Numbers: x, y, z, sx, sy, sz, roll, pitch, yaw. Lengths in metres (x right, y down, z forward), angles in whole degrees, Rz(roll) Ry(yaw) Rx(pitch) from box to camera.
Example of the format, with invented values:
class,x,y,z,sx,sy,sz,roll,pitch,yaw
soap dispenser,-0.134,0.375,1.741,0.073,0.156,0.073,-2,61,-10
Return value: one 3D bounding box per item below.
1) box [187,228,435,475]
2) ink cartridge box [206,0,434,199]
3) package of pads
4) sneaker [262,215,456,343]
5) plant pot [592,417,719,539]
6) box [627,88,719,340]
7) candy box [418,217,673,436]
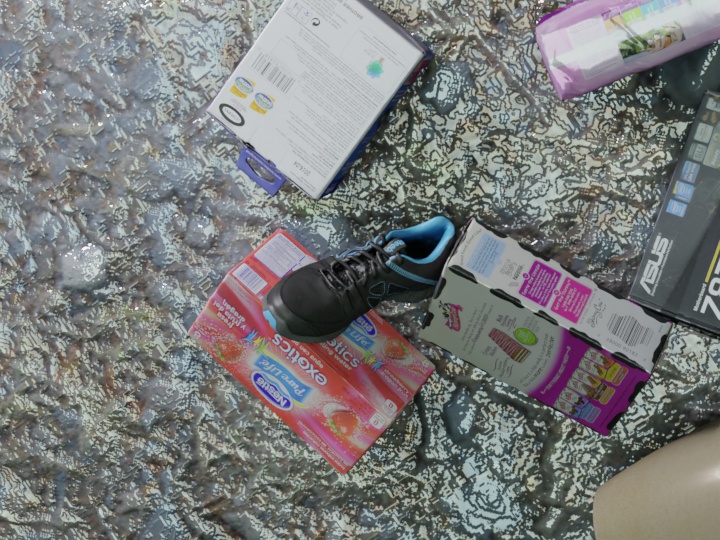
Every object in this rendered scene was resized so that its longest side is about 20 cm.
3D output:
class,x,y,z,sx,sy,sz,roll,pitch,yaw
box,-0.045,0.073,1.361,0.200,0.103,0.095,41,130,3
ink cartridge box,-0.046,-0.160,1.353,0.136,0.076,0.201,39,102,5
package of pads,0.250,-0.218,1.261,0.198,0.121,0.076,-22,99,13
sneaker,0.000,0.000,1.312,0.073,0.199,0.082,53,144,20
plant pot,0.313,0.215,1.295,0.198,0.187,0.189,-16,95,27
box,0.340,-0.036,1.278,0.160,0.049,0.202,21,86,14
candy box,0.160,0.053,1.311,0.199,0.137,0.061,28,59,6
